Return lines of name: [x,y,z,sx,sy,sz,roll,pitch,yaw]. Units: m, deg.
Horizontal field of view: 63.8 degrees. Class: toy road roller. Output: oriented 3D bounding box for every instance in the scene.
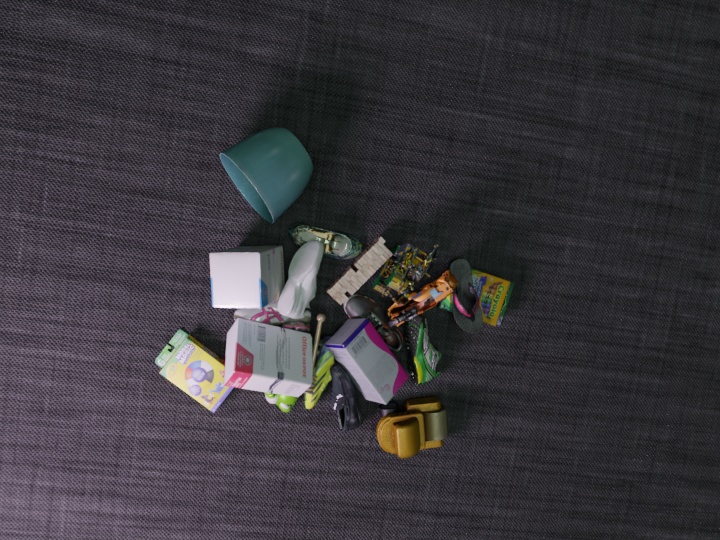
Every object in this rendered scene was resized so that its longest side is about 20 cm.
toy road roller: [0.141,0.421,1.520,0.197,0.146,0.125,-6,98,-7]

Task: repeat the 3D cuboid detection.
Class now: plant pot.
plant pot: [-0.210,-0.242,1.381,0.161,0.200,0.201,-40,100,-14]

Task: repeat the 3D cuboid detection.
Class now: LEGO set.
LEGO set: [0.124,0.014,1.461,0.115,0.200,0.155,29,72,-10]

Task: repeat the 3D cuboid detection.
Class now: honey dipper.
honey dipper: [-0.116,0.209,1.465,0.037,0.038,0.203,12,85,-9]

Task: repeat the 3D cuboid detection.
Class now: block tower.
block tower: [0.000,0.000,1.494,0.058,0.054,0.200,42,94,-10]

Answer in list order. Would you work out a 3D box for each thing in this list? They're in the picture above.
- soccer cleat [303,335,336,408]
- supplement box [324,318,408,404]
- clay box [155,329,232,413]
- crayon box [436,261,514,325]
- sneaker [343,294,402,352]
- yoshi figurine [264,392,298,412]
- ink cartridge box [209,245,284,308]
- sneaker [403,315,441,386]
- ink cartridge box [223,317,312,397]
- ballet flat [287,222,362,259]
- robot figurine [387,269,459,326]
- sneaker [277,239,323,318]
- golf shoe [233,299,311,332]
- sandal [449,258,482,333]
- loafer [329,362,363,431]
soccer cleat: [-0.096,0.270,1.513,0.083,0.065,0.203,16,94,-12]
supplement box: [0.017,0.231,1.479,0.101,0.103,0.201,-43,108,-27]
clay box: [-0.416,0.255,1.474,0.199,0.048,0.115,39,90,-11]
crayon box: [0.315,0.066,1.553,0.197,0.052,0.127,17,94,-10]
sneaker: [0.043,0.138,1.507,0.199,0.082,0.077,40,90,-10]
yoshi figurine: [-0.226,0.275,1.476,0.112,0.112,0.200,-43,103,-8]
ink cartridge box: [-0.265,0.010,1.403,0.123,0.200,0.131,0,97,10]
sneaker: [0.167,0.205,1.534,0.084,0.078,0.203,-15,118,-17]
ink cartridge box: [-0.223,0.215,1.412,0.198,0.084,0.146,16,50,-26]
ballet flat: [-0.089,-0.071,1.474,0.197,0.074,0.075,11,95,-9]
robot figurine: [0.152,0.075,1.472,0.199,0.145,0.059,-32,89,21]
sneaker: [-0.134,0.024,1.441,0.088,0.075,0.202,25,90,-48]
golf shoe: [-0.224,0.108,1.479,0.197,0.073,0.094,6,80,-16]
sandal: [0.272,0.071,1.499,0.074,0.045,0.203,-14,98,-6]
loafer: [-0.047,0.334,1.503,0.070,0.068,0.203,-26,117,-22]
